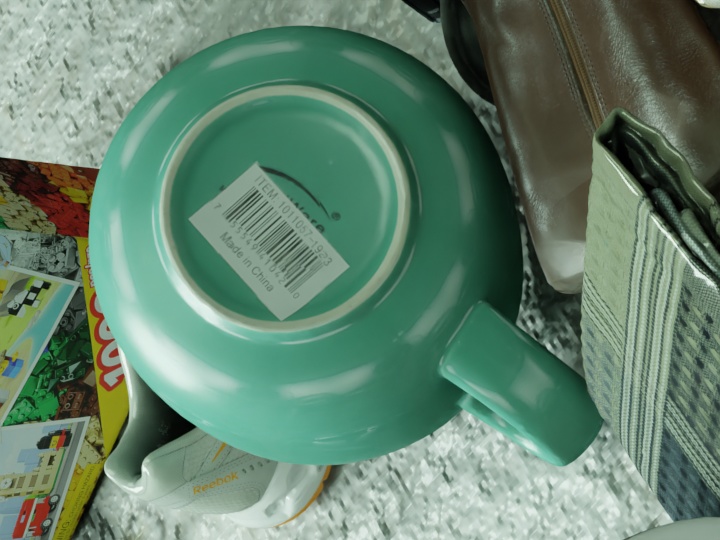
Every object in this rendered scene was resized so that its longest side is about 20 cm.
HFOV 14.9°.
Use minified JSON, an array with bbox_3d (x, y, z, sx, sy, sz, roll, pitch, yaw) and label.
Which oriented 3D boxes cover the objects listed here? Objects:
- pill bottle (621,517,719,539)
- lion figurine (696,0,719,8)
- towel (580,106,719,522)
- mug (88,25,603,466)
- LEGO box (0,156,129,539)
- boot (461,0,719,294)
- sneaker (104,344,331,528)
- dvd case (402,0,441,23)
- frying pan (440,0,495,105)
[{"bbox_3d":[0.089,0.139,0.837,0.200,0.111,0.111,120,146,-77],"label":"pill bottle"},{"bbox_3d":[0.143,-0.174,0.854,0.072,0.122,0.200,3,68,10],"label":"lion figurine"},{"bbox_3d":[0.131,0.063,0.843,0.035,0.200,0.193,-29,66,-10],"label":"towel"},{"bbox_3d":[-0.004,-0.010,0.983,0.185,0.114,0.152,1,79,6],"label":"mug"},{"bbox_3d":[-0.179,0.052,1.161,0.077,0.149,0.200,41,115,39],"label":"LEGO box"},{"bbox_3d":[0.103,-0.110,0.916,0.186,0.064,0.200,-43,51,36],"label":"boot"},{"bbox_3d":[-0.049,0.002,1.077,0.076,0.092,0.200,8,91,46],"label":"sneaker"},{"bbox_3d":[-0.018,-0.183,0.994,0.022,0.200,0.146,-18,71,18],"label":"dvd case"},{"bbox_3d":[0.079,-0.144,1.005,0.115,0.031,0.190,-14,65,37],"label":"frying pan"}]
